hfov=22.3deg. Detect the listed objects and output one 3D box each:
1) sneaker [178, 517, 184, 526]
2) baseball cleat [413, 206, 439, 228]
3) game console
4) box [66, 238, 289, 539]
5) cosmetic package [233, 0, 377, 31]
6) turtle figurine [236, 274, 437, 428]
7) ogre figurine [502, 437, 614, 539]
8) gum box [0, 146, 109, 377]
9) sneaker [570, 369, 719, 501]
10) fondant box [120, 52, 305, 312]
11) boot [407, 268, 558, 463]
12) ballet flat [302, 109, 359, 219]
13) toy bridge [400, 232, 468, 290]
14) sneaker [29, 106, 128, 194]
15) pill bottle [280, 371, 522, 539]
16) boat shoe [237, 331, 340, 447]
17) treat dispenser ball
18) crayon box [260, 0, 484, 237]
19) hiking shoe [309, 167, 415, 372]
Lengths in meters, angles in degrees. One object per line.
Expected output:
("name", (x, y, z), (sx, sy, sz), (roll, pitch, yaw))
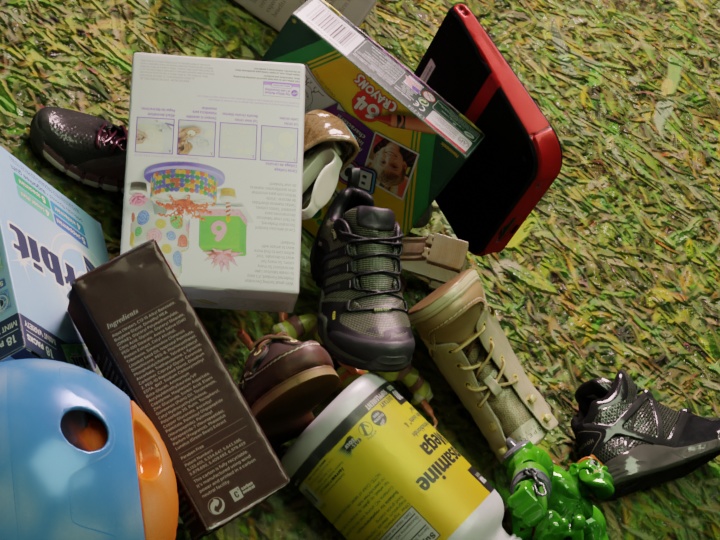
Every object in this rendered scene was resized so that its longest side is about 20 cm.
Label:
("sneaker", (-0.132, 0.094, 1.433), (0.066, 0.091, 0.201), (15, 45, -28))
("baseball cleat", (-0.014, -0.111, 1.751), (0.106, 0.070, 0.200), (-21, 64, -29))
("game console", (0.103, -0.122, 1.673), (0.031, 0.200, 0.178), (-20, 71, -27))
("box", (-0.134, 0.088, 1.316), (0.075, 0.100, 0.201), (-30, 85, -16))
("cosmetic package", (-0.053, -0.356, 1.860), (0.199, 0.165, 0.165), (33, 39, -8))
("turtle figurine", (-0.008, 0.049, 1.592), (0.199, 0.064, 0.162), (24, 42, -17))
("ogre figurine", (0.173, 0.214, 1.541), (0.199, 0.098, 0.120), (26, 25, -29))
("gum box", (-0.241, 0.016, 1.397), (0.170, 0.044, 0.201), (43, 23, -55))
("sneaker", (0.275, 0.141, 1.714), (0.199, 0.076, 0.115), (-9, 65, -36))
("fondant box", (-0.120, -0.072, 1.493), (0.143, 0.058, 0.201), (4, 71, -7))
("boot", (0.107, 0.086, 1.572), (0.156, 0.073, 0.200), (59, -2, 10))
("ballet flat", (-0.072, -0.052, 1.556), (0.072, 0.200, 0.068), (29, -19, 44))
("toy bridge", (0.061, -0.007, 1.638), (0.067, 0.200, 0.027), (16, 83, 4))
("sneaker", (-0.176, -0.115, 1.576), (0.199, 0.116, 0.076), (25, 41, -17))
("pill bottle", (0.041, 0.187, 1.462), (0.200, 0.113, 0.112), (45, 40, 6))
("boat shoe", (-0.065, 0.084, 1.421), (0.070, 0.200, 0.071), (-16, 77, -16))
("treat dispenser ball", (-0.222, 0.160, 1.218), (0.200, 0.201, 0.202), (21, 43, -21))
("crayon box", (-0.016, -0.118, 1.657), (0.200, 0.173, 0.058), (39, 36, 1))
("hiking shoe", (0.000, 0.000, 1.513), (0.075, 0.101, 0.200), (-2, 36, -17))
